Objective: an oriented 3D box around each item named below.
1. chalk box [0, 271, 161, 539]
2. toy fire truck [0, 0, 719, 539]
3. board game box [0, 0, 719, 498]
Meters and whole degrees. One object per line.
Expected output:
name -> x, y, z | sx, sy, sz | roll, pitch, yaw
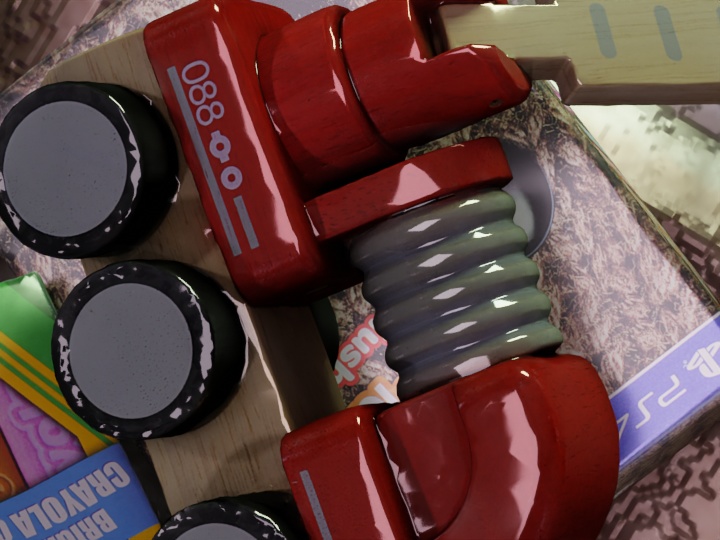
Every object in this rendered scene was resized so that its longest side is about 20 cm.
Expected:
chalk box -> -0.112, 0.125, 0.797 | 0.124, 0.125, 0.200 | -16, 62, -25
toy fire truck -> 0.033, -0.002, 0.759 | 0.199, 0.129, 0.177 | -23, 82, 18
board game box -> 0.000, 0.000, 0.863 | 0.159, 0.097, 0.200 | -39, 80, 6
